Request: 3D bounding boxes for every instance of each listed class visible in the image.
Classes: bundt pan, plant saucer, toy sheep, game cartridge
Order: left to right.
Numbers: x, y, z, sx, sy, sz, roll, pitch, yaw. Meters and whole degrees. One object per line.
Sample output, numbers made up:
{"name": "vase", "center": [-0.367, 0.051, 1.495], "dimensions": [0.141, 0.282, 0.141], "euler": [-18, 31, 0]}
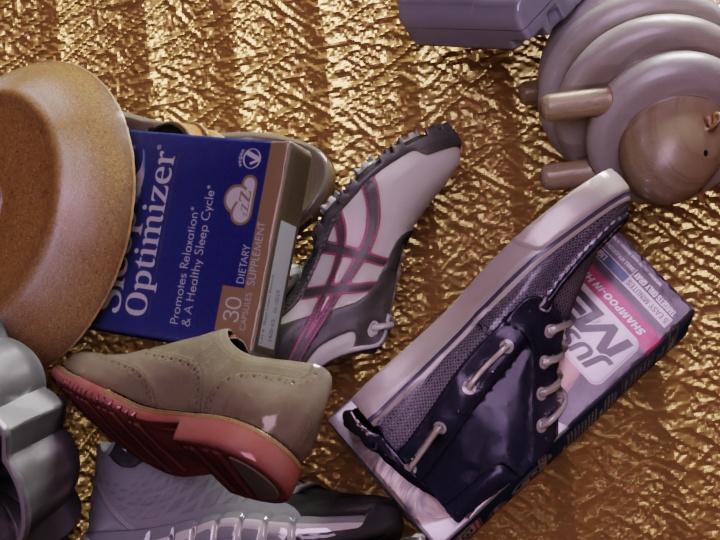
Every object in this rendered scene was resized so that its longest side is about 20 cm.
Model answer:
{"name": "bundt pan", "center": [-0.236, 0.106, 0.795], "dimensions": [0.200, 0.076, 0.205], "euler": [10, 109, 31]}
{"name": "plant saucer", "center": [-0.219, -0.035, 0.842], "dimensions": [0.198, 0.035, 0.203], "euler": [-10, 74, 34]}
{"name": "game cartridge", "center": [0.116, -0.211, 0.849], "dimensions": [0.200, 0.133, 0.041], "euler": [-48, 118, -19]}
{"name": "toy sheep", "center": [0.162, -0.110, 0.812], "dimensions": [0.136, 0.139, 0.201], "euler": [-10, 44, 4]}

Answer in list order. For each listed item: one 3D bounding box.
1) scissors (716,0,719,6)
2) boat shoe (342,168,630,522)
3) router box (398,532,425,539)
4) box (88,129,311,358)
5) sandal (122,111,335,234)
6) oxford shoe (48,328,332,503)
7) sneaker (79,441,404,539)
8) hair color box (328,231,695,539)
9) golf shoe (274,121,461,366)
{"name": "scissors", "center": [0.193, -0.218, 0.816], "dimensions": [0.014, 0.199, 0.074], "euler": [36, 91, 43]}
{"name": "boat shoe", "center": [0.090, 0.045, 0.744], "dimensions": [0.200, 0.075, 0.093], "euler": [-45, 78, 9]}
{"name": "router box", "center": [-0.043, 0.226, 0.661], "dimensions": [0.148, 0.063, 0.201], "euler": [-12, 33, 22]}
{"name": "box", "center": [-0.130, -0.021, 0.826], "dimensions": [0.198, 0.032, 0.123], "euler": [7, 83, 29]}
{"name": "sandal", "center": [-0.115, -0.065, 0.874], "dimensions": [0.198, 0.054, 0.081], "euler": [15, 76, 12]}
{"name": "oxford shoe", "center": [-0.092, 0.068, 0.759], "dimensions": [0.198, 0.071, 0.075], "euler": [12, 60, 40]}
{"name": "sneaker", "center": [-0.073, 0.112, 0.801], "dimensions": [0.197, 0.075, 0.117], "euler": [-8, 68, 16]}
{"name": "hair color box", "center": [0.088, 0.061, 0.810], "dimensions": [0.200, 0.061, 0.100], "euler": [-42, 73, -5]}
{"name": "golf shoe", "center": [0.000, 0.000, 0.837], "dimensions": [0.088, 0.077, 0.200], "euler": [44, 93, 9]}
